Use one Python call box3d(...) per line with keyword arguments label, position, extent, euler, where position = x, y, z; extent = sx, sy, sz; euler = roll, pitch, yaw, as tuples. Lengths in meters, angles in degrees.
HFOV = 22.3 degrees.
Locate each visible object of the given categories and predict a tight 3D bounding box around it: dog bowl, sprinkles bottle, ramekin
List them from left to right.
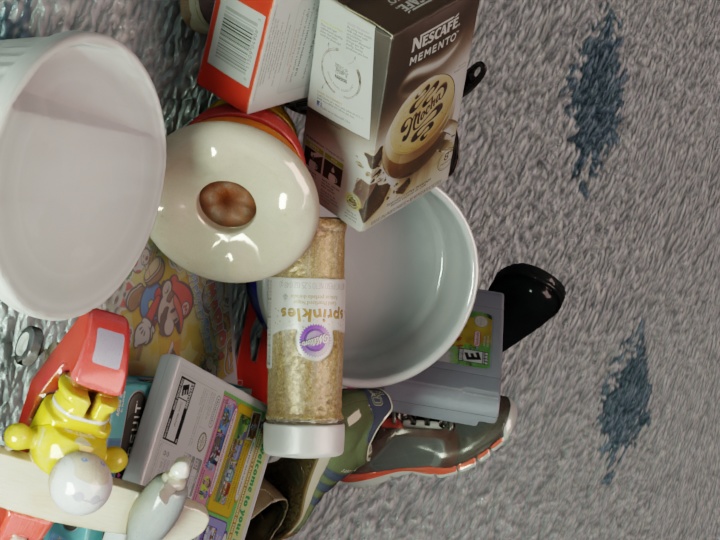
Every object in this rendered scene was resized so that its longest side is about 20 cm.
box3d(label="ramekin", position=(-0.231, -0.072, 1.285), extent=(0.202, 0.094, 0.202), euler=(-30, 126, -53))
box3d(label="sprinkles bottle", position=(-0.046, 0.055, 1.531), extent=(0.068, 0.068, 0.200), euler=(2, 89, -61))
box3d(label="dog bowl", position=(0.000, 0.000, 1.630), extent=(0.200, 0.079, 0.200), euler=(-3, 102, -16))

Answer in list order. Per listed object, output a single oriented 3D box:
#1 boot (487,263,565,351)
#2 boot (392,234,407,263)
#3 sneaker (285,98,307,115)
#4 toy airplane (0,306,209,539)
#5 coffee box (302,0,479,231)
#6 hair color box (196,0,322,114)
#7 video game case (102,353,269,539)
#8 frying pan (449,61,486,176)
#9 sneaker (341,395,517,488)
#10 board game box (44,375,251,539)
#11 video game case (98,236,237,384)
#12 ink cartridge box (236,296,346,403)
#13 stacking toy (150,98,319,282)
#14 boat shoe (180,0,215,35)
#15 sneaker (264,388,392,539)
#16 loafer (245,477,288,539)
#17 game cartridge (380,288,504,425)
box3d(label="boot", position=(0.133, 0.097, 1.943), extent=(0.200, 0.076, 0.168), euler=(-40, -159, 60))
box3d(label="boot", position=(0.030, -0.091, 1.755), extent=(0.107, 0.075, 0.200), euler=(25, 63, -65))
box3d(label="sneaker", position=(-0.020, -0.185, 1.651), extent=(0.200, 0.082, 0.078), euler=(-50, 149, -69))
box3d(label="toy airplane", position=(-0.223, 0.149, 1.309), extent=(0.200, 0.141, 0.199), euler=(-27, 112, -20))
box3d(label="coffee box", position=(0.022, -0.147, 1.488), extent=(0.113, 0.080, 0.200), euler=(-33, 146, -36))
box3d(label="hair color box", position=(-0.036, -0.206, 1.486), extent=(0.200, 0.064, 0.111), euler=(-21, 136, -47))
box3d(label="video game case", position=(-0.139, 0.186, 1.477), extent=(0.182, 0.022, 0.200), euler=(37, 66, -59))
box3d(label="frying pan", position=(0.077, -0.140, 1.753), extent=(0.031, 0.190, 0.115), euler=(-20, 102, -22))
box3d(label="sneaker", position=(0.053, 0.155, 1.794), extent=(0.077, 0.200, 0.082), euler=(-90, 157, -51))
box3d(label="board game box", position=(-0.171, 0.163, 1.483), extent=(0.200, 0.047, 0.151), euler=(9, 93, -62))
box3d(label="video game case", position=(-0.165, 0.052, 1.524), extent=(0.182, 0.023, 0.200), euler=(-36, 130, -52))
box3d(label="ink cartridge box", position=(-0.049, 0.063, 1.718), extent=(0.174, 0.044, 0.200), euler=(13, 89, -63))
box3d(label="stacking toy", position=(-0.094, -0.096, 1.507), extent=(0.200, 0.146, 0.146), euler=(-76, 161, -56))
box3d(label="boat shoe", position=(-0.075, -0.219, 1.543), extent=(0.200, 0.065, 0.072), euler=(3, 97, -61))
box3d(label="sneaker", position=(-0.029, 0.175, 1.671), extent=(0.090, 0.067, 0.200), euler=(-13, 146, -32))
box3d(label="loafer", position=(-0.127, 0.264, 1.622), extent=(0.200, 0.067, 0.076), euler=(-66, 149, -22))
box3d(label="game cartridge", position=(0.074, 0.074, 1.810), extent=(0.200, 0.133, 0.040), euler=(-82, 178, -56))
